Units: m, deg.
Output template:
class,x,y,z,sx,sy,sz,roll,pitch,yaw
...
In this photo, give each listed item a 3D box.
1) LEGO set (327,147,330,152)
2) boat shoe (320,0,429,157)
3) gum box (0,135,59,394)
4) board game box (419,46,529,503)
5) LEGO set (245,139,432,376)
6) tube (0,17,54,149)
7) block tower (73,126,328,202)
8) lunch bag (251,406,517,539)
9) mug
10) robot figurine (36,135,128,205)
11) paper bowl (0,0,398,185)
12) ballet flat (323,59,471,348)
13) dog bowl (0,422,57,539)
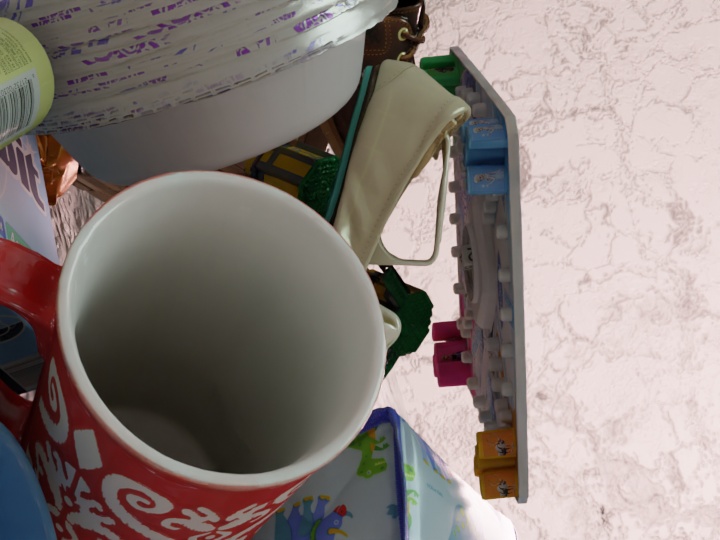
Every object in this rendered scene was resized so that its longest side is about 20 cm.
class,x,y,z,sx,sy,sz,roll,pitch,yaw
LEGO set,-0.079,-0.042,1.267,0.153,0.115,0.202,-17,-88,53
boat shoe,0.000,-0.136,1.004,0.201,0.070,0.071,68,29,-26
gum box,-0.192,-0.064,0.874,0.170,0.044,0.202,61,13,-64
board game box,0.059,-0.004,1.021,0.200,0.026,0.202,-109,-165,-72
LEGO set,-0.062,0.011,1.012,0.115,0.155,0.200,23,-12,34
tube,-0.186,-0.047,0.708,0.058,0.052,0.200,34,31,6
block tower,-0.095,-0.073,1.118,0.054,0.199,0.058,30,71,-36
lunch bag,0.013,0.199,0.939,0.170,0.126,0.202,43,32,-51
mug,-0.096,0.051,0.811,0.177,0.133,0.200,44,-33,8
robot figurine,-0.144,-0.126,1.071,0.058,0.143,0.202,96,-6,-58
paper bowl,-0.078,-0.111,0.886,0.201,0.199,0.105,-91,163,-72
ballet flat,0.000,0.000,0.900,0.069,0.069,0.202,4,107,-84
dog bowl,-0.140,0.149,0.721,0.111,0.049,0.202,38,36,-81
